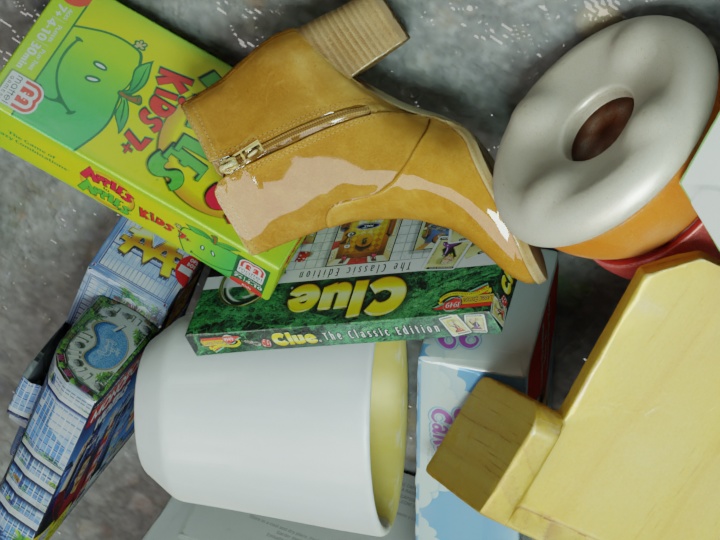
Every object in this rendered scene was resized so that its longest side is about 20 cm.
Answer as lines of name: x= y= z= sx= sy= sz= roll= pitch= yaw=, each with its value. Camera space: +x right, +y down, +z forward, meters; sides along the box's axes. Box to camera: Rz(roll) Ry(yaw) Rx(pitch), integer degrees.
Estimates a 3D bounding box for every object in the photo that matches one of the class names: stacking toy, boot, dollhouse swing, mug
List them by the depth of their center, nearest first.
stacking toy: x=0.182 y=-0.029 z=1.356 sx=0.146 sy=0.147 sz=0.200 roll=-21 pitch=131 yaw=39
dollhouse swing: x=0.174 y=0.085 z=1.371 sx=0.199 sy=0.177 sz=0.182 roll=24 pitch=-179 yaw=-14
boot: x=0.000 y=-0.044 z=1.402 sx=0.144 sy=0.071 sz=0.202 roll=-34 pitch=86 yaw=7
mug: x=-0.054 y=0.099 z=1.540 sx=0.152 sy=0.150 sz=0.187 roll=1 pitch=135 yaw=9

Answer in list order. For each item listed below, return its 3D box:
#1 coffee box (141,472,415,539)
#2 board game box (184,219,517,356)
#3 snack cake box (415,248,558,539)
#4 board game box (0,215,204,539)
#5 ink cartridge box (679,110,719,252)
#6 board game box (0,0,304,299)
coffee box: x=-0.047 y=0.254 z=1.656 sx=0.199 sy=0.200 sz=0.198 roll=19 pitch=135 yaw=13
board game box: x=0.000 y=0.000 z=1.465 sx=0.199 sy=0.105 sz=0.024 roll=-5 pitch=137 yaw=25
snack cake box: x=0.076 y=0.094 z=1.506 sx=0.067 sy=0.115 sz=0.201 roll=9 pitch=131 yaw=11
board game box: x=-0.169 y=0.058 z=1.587 sx=0.061 sy=0.200 sz=0.200 roll=29 pitch=122 yaw=4
ink cartridge box: x=0.274 y=-0.069 z=1.250 sx=0.067 sy=0.199 sz=0.117 roll=62 pitch=146 yaw=31
board game box: x=-0.114 y=-0.080 z=1.466 sx=0.199 sy=0.102 sz=0.048 roll=30 pitch=153 yaw=3
